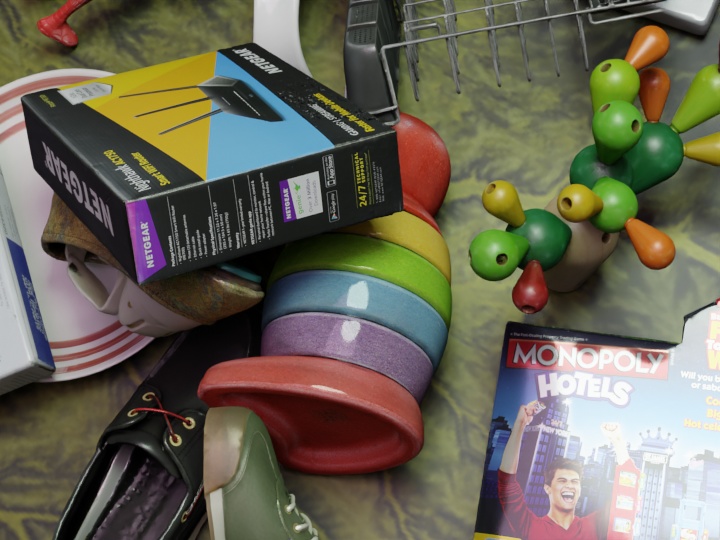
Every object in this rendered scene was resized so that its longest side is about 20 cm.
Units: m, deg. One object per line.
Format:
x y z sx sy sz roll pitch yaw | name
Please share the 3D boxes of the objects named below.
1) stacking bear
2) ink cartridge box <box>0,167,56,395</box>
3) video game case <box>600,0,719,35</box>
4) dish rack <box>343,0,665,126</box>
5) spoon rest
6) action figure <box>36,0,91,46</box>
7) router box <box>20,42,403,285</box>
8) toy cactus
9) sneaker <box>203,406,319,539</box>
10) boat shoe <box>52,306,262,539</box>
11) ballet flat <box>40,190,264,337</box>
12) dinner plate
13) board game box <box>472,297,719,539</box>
0.000 0.000 0.989 0.113 0.121 0.201 -4 59 30 | stacking bear
-0.300 0.005 1.048 0.199 0.043 0.197 -22 72 9 | ink cartridge box
0.154 -0.258 1.088 0.199 0.022 0.183 21 77 15 | video game case
0.085 -0.149 1.000 0.199 0.055 0.154 -10 30 8 | dish rack
-0.039 -0.213 1.085 0.099 0.061 0.201 2 74 10 | spoon rest
-0.122 -0.215 1.072 0.200 0.052 0.066 -32 65 28 | action figure
-0.085 -0.064 0.949 0.148 0.051 0.200 -17 26 -21 | router box
0.135 -0.037 0.947 0.102 0.165 0.200 36 63 12 | toy cactus
-0.030 0.168 0.938 0.089 0.067 0.201 -4 99 6 | sneaker
-0.110 0.104 0.998 0.073 0.063 0.202 23 76 18 | boat shoe
-0.121 0.000 0.973 0.071 0.071 0.200 -51 40 -8 | ballet flat
-0.183 -0.027 1.070 0.199 0.024 0.201 -3 72 8 | dinner plate
0.172 0.095 0.954 0.199 0.062 0.201 8 73 12 | board game box
